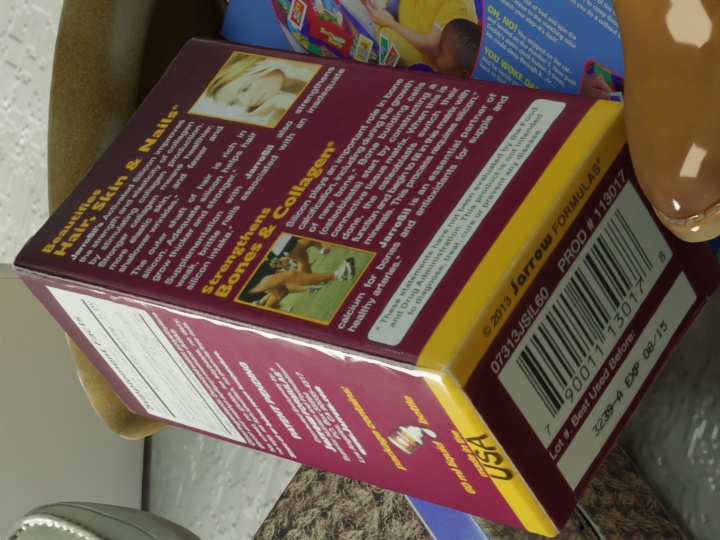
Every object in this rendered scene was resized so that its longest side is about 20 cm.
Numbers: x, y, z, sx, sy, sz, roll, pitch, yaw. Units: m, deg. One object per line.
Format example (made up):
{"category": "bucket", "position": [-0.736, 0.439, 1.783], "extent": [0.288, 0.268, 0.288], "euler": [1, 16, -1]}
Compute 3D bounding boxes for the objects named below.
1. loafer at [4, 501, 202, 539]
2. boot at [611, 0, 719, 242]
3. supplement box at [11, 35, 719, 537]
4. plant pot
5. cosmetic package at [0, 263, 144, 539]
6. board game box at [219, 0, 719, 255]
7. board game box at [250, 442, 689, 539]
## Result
{"category": "loafer", "position": [-0.069, 0.135, 0.993], "extent": [0.200, 0.070, 0.070], "euler": [27, 110, 43]}
{"category": "boot", "position": [0.069, -0.122, 0.819], "extent": [0.077, 0.155, 0.201], "euler": [-9, 62, 47]}
{"category": "supplement box", "position": [0.000, 0.000, 0.934], "extent": [0.200, 0.086, 0.110], "euler": [13, 57, 43]}
{"category": "plant pot", "position": [-0.072, -0.037, 1.074], "extent": [0.027, 0.200, 0.201], "euler": [0, 91, 13]}
{"category": "cosmetic package", "position": [-0.153, 0.098, 1.199], "extent": [0.085, 0.107, 0.201], "euler": [4, 91, 47]}
{"category": "board game box", "position": [0.047, -0.085, 0.977], "extent": [0.200, 0.045, 0.135], "euler": [41, 135, 25]}
{"category": "board game box", "position": [0.029, 0.156, 1.011], "extent": [0.160, 0.097, 0.200], "euler": [54, 126, 32]}
